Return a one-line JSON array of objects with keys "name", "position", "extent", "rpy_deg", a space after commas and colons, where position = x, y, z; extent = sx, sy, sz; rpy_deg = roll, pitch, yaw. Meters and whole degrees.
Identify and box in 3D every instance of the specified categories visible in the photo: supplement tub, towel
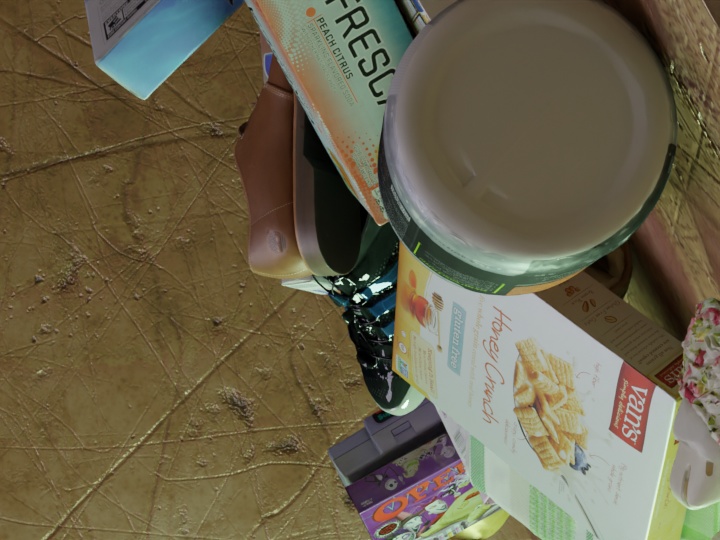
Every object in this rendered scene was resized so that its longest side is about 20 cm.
[{"name": "supplement tub", "position": [0.069, -0.052, 0.970], "extent": [0.123, 0.122, 0.200], "rpy_deg": [63, 177, 3]}, {"name": "towel", "position": [0.137, 0.111, 1.237], "extent": [0.200, 0.031, 0.149], "rpy_deg": [32, 139, 38]}]

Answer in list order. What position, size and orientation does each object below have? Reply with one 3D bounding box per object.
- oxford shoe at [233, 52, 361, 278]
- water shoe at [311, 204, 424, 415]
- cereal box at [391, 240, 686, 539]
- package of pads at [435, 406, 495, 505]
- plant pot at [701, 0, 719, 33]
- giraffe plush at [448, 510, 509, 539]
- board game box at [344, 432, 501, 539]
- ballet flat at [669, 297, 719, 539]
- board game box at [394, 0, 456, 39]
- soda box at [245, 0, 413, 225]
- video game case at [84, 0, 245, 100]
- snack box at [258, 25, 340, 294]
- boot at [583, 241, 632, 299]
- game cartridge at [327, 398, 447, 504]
[{"name": "oxford shoe", "position": [-0.043, -0.092, 1.266], "extent": [0.071, 0.071, 0.200], "rpy_deg": [27, -119, -54]}, {"name": "water shoe", "position": [0.000, 0.000, 1.344], "extent": [0.071, 0.079, 0.200], "rpy_deg": [24, 122, 50]}, {"name": "cereal box", "position": [0.099, 0.055, 1.175], "extent": [0.200, 0.040, 0.144], "rpy_deg": [38, 144, 31]}, {"name": "package of pads", "position": [0.092, 0.044, 1.407], "extent": [0.200, 0.120, 0.076], "rpy_deg": [63, 145, 20]}, {"name": "plant pot", "position": [0.114, -0.107, 0.580], "extent": [0.200, 0.027, 0.200], "rpy_deg": [63, 178, 4]}, {"name": "giraffe plush", "position": [0.107, 0.148, 1.730], "extent": [0.200, 0.162, 0.173], "rpy_deg": [65, 177, -24]}, {"name": "board game box", "position": [0.092, 0.135, 1.512], "extent": [0.032, 0.200, 0.120], "rpy_deg": [60, 177, 33]}, {"name": "ballet flat", "position": [0.182, 0.110, 1.001], "extent": [0.200, 0.064, 0.076], "rpy_deg": [65, 178, -15]}, {"name": "board game box", "position": [0.041, -0.143, 1.220], "extent": [0.152, 0.046, 0.200], "rpy_deg": [59, 174, -8]}, {"name": "soda box", "position": [-0.012, -0.126, 1.171], "extent": [0.200, 0.068, 0.064], "rpy_deg": [62, 176, -32]}, {"name": "video game case", "position": [-0.088, -0.223, 1.321], "extent": [0.045, 0.200, 0.181], "rpy_deg": [38, -161, -31]}, {"name": "snack box", "position": [-0.037, -0.087, 1.385], "extent": [0.072, 0.024, 0.200], "rpy_deg": [15, -112, -69]}, {"name": "boot", "position": [0.102, -0.027, 1.273], "extent": [0.175, 0.066, 0.200], "rpy_deg": [50, 174, 18]}, {"name": "game cartridge", "position": [0.073, 0.100, 1.538], "extent": [0.038, 0.200, 0.130], "rpy_deg": [58, 175, 24]}]
